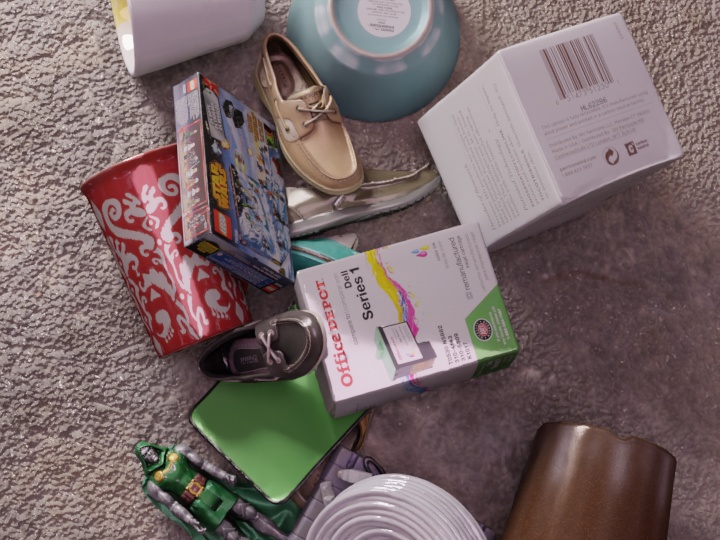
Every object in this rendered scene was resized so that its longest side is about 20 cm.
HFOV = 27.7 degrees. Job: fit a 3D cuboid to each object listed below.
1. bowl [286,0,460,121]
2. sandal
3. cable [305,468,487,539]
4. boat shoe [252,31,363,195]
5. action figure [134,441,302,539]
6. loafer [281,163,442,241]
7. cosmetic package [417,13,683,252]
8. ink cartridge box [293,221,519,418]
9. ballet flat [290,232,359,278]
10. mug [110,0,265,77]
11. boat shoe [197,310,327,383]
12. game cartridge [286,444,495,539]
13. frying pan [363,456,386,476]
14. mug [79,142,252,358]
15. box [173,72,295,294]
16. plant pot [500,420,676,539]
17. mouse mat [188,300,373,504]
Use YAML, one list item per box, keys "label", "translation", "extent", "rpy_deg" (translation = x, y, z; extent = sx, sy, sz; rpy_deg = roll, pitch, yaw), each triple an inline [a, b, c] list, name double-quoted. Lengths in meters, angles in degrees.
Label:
- label: "bowl"
  translation: [0.018, -0.274, 1.600]
  extent: [0.199, 0.105, 0.202]
  rpy_deg: [0, 82, -3]
- label: "sandal"
  translation: [-0.026, 0.160, 1.562]
  extent: [0.080, 0.054, 0.201]
  rpy_deg: [17, 77, -2]
- label: "cable"
  translation: [0.037, 0.302, 1.443]
  extent: [0.199, 0.069, 0.202]
  rpy_deg: [-2, 95, 29]
- label: "boat shoe"
  translation: [-0.059, -0.168, 1.567]
  extent: [0.071, 0.065, 0.201]
  rpy_deg: [-25, 65, -21]
- label: "action figure"
  translation: [-0.158, 0.246, 1.541]
  extent: [0.199, 0.055, 0.118]
  rpy_deg: [36, 69, -2]
- label: "loafer"
  translation: [-0.009, -0.087, 1.587]
  extent: [0.199, 0.075, 0.070]
  rpy_deg: [-16, 88, -6]
- label: "cosmetic package"
  translation: [0.195, -0.139, 1.527]
  extent: [0.167, 0.200, 0.167]
  rpy_deg: [-21, 84, -25]
- label: "ink cartridge box"
  translation: [0.044, 0.051, 1.498]
  extent: [0.199, 0.084, 0.146]
  rpy_deg: [-16, 76, -7]
- label: "ballet flat"
  translation: [0.000, 0.000, 1.590]
  extent: [0.199, 0.067, 0.071]
  rpy_deg: [23, 57, -1]
- label: "mug"
  translation: [-0.190, -0.314, 1.575]
  extent: [0.152, 0.149, 0.188]
  rpy_deg: [-12, 90, -13]
- label: "boat shoe"
  translation: [-0.102, 0.086, 1.488]
  extent: [0.057, 0.200, 0.067]
  rpy_deg: [-13, 86, -33]
- label: "game cartridge"
  translation: [0.030, 0.287, 1.543]
  extent: [0.199, 0.038, 0.130]
  rpy_deg: [31, 87, -13]
- label: "frying pan"
  translation: [0.078, 0.274, 1.528]
  extent: [0.114, 0.031, 0.191]
  rpy_deg: [-14, 97, -16]
- label: "mug"
  translation: [-0.179, -0.027, 1.542]
  extent: [0.176, 0.133, 0.201]
  rpy_deg: [-21, 88, -5]
- label: "box"
  translation: [-0.132, -0.090, 1.517]
  extent: [0.040, 0.137, 0.201]
  rpy_deg: [-25, 55, 26]
- label: "plant pot"
  translation: [0.233, 0.273, 1.508]
  extent: [0.199, 0.200, 0.200]
  rpy_deg: [16, 73, -2]
- label: "mouse mat"
  translation: [-0.071, 0.132, 1.552]
  extent: [0.200, 0.008, 0.161]
  rpy_deg: [-47, 60, -7]
